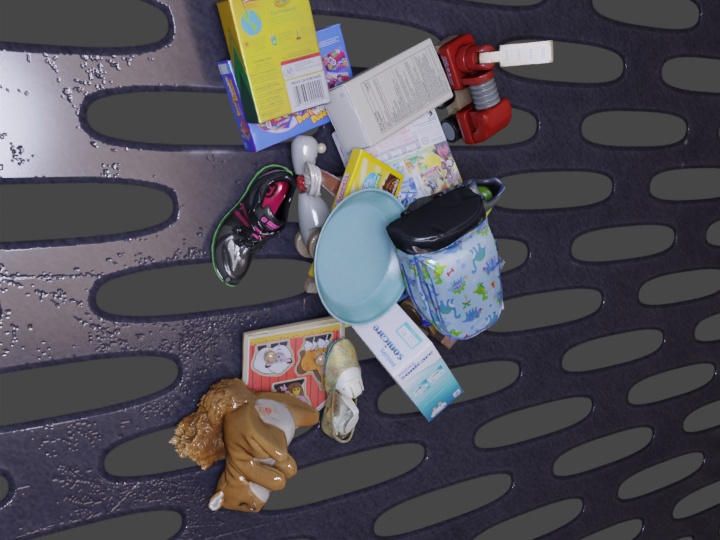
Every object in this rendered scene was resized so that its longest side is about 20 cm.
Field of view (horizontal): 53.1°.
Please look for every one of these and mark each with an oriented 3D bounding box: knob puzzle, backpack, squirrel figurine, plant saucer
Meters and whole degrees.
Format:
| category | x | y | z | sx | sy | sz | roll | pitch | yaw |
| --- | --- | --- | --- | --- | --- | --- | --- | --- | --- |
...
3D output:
| category | x | y | z | sx | sy | sz | roll | pitch | yaw |
| --- | --- | --- | --- | --- | --- | --- | --- | --- | --- |
| knob puzzle | -0.107 | 0.182 | 1.188 | 0.216 | 0.030 | 0.223 | -12 | 118 | -23 |
| backpack | 0.138 | 0.005 | 1.090 | 0.161 | 0.154 | 0.202 | -26 | 134 | -22 |
| squirrel figurine | -0.193 | 0.280 | 1.130 | 0.198 | 0.142 | 0.189 | 29 | 114 | 3 |
| plant saucer | 0.000 | -0.022 | 1.066 | 0.198 | 0.036 | 0.204 | -12 | 108 | -39 |

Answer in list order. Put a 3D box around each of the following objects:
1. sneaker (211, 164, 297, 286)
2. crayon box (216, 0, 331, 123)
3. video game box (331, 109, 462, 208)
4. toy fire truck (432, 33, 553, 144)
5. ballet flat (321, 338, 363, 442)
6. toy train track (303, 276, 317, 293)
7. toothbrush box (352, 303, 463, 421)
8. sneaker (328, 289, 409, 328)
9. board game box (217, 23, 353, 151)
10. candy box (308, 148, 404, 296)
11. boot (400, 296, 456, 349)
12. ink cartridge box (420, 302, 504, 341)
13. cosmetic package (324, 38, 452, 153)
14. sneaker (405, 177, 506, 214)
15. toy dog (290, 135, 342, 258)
| category | x | y | z | sx | sy | sz | roll | pitch | yaw |
| --- | --- | --- | --- | --- | --- | --- | --- | --- | --- |
| sneaker | -0.161 | -0.071 | 1.090 | 0.076 | 0.083 | 0.203 | 29 | 84 | -33 |
| crayon box | -0.124 | -0.325 | 1.025 | 0.125 | 0.051 | 0.204 | -22 | 112 | -28 |
| video game box | 0.070 | -0.174 | 1.201 | 0.198 | 0.047 | 0.185 | -24 | 91 | -32 |
| toy fire truck | 0.222 | -0.314 | 1.216 | 0.128 | 0.199 | 0.178 | -33 | 116 | -22 |
| ballet flat | -0.025 | 0.207 | 1.203 | 0.070 | 0.071 | 0.203 | -12 | 127 | -30 |
| toy train track | 0.000 | 0.000 | 1.159 | 0.198 | 0.033 | 0.116 | -22 | 149 | -33 |
| toothbrush box | 0.076 | 0.143 | 1.210 | 0.085 | 0.147 | 0.200 | -40 | 140 | -3 |
| sneaker | 0.026 | 0.023 | 1.243 | 0.198 | 0.066 | 0.080 | -27 | 115 | -25 |
| board game box | -0.104 | -0.282 | 1.105 | 0.198 | 0.045 | 0.137 | -27 | 114 | -26 |
| candy box | -0.004 | -0.071 | 1.093 | 0.101 | 0.026 | 0.203 | 23 | 84 | -39 |
| boot | 0.158 | 0.044 | 1.316 | 0.156 | 0.073 | 0.200 | -56 | 146 | -3 |
| ink cartridge box | 0.163 | 0.015 | 1.229 | 0.134 | 0.076 | 0.204 | -9 | 85 | -30 |
| cosmetic package | 0.044 | -0.275 | 1.130 | 0.199 | 0.071 | 0.107 | -34 | 108 | -31 |
| sneaker | 0.153 | -0.111 | 1.160 | 0.198 | 0.081 | 0.075 | -24 | 77 | -34 |
| toy dog | -0.054 | -0.106 | 1.134 | 0.095 | 0.132 | 0.203 | -11 | 126 | -21 |
